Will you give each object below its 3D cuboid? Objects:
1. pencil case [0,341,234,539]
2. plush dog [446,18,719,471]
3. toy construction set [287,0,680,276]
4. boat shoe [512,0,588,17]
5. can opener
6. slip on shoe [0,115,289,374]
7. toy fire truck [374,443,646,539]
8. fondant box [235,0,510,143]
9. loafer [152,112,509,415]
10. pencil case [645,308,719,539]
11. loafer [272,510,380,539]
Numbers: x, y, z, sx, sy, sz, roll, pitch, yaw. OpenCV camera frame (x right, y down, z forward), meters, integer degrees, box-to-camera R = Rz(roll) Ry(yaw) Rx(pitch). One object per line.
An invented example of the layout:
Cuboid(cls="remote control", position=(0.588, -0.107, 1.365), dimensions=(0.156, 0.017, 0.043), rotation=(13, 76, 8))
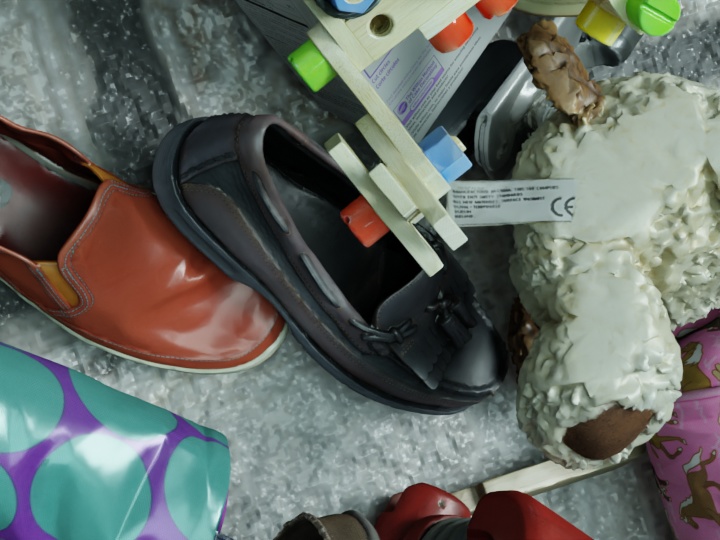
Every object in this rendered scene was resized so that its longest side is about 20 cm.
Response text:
Cuboid(cls="pencil case", position=(-0.150, 0.078, 0.871), dimensions=(0.200, 0.085, 0.093), rotation=(24, 76, -19))
Cuboid(cls="plush dog", position=(0.119, -0.022, 0.923), dimensions=(0.200, 0.172, 0.160), rotation=(-39, 80, -3))
Cuboid(cls="toy construction set", position=(0.049, -0.100, 0.806), dimensions=(0.200, 0.092, 0.131), rotation=(-46, 121, -9))
Cuboid(cls="boat shoe", position=(0.131, -0.167, 0.904), dimensions=(0.200, 0.073, 0.063), rotation=(-28, 141, -28))
Cuboid(cls="can opener", position=(0.096, -0.126, 0.966), dimensions=(0.200, 0.067, 0.053), rotation=(-54, 152, -21))
Cuboid(cls="slip on shoe", position=(-0.115, -0.013, 0.892), dimensions=(0.200, 0.061, 0.074), rotation=(31, 80, -20))
Cuboid(cls="toy fire truck", position=(0.062, 0.132, 0.914), dimensions=(0.129, 0.176, 0.200), rotation=(36, 65, -24))
Cuboid(cls="fondant box", position=(0.005, -0.162, 0.875), dimensions=(0.144, 0.058, 0.200), rotation=(-55, 146, -10))
Cuboid(cls="loafer", position=(0.000, 0.000, 0.911), dimensions=(0.200, 0.063, 0.072), rotation=(38, 56, -30))
Cuboid(cls="pencil case", position=(0.190, 0.111, 0.979), dimensions=(0.087, 0.083, 0.200), rotation=(-51, 124, -45))
Cuboid(cls="loafer", position=(-0.066, 0.173, 0.837), dimensions=(0.071, 0.073, 0.200), rotation=(34, 98, -33))
